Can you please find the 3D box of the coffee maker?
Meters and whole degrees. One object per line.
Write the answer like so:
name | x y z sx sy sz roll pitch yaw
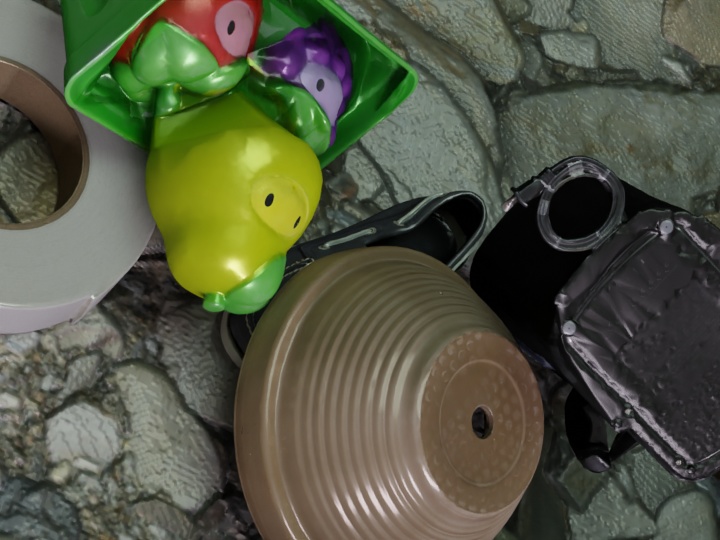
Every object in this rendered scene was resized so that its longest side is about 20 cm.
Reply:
coffee maker | 0.144 0.001 1.087 0.134 0.200 0.193 -23 105 -6

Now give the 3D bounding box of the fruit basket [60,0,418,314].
fruit basket | -0.064 -0.087 1.052 0.216 0.155 0.216 47 15 -17

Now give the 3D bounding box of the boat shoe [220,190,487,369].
boat shoe | 0.000 0.000 1.130 0.200 0.063 0.073 -28 83 -40

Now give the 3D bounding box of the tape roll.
tape roll | -0.204 -0.063 1.043 0.202 0.037 0.204 16 57 -26

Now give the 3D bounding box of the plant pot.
plant pot | 0.035 0.085 1.046 0.200 0.092 0.202 4 85 -42
